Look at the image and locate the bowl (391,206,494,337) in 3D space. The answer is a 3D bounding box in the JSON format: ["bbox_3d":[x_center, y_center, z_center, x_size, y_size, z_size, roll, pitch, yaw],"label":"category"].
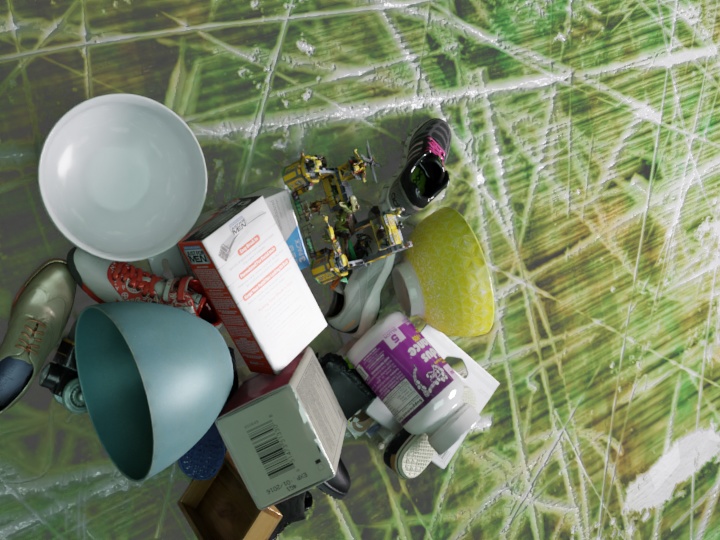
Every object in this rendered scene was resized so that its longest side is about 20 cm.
[{"bbox_3d":[0.110,0.015,1.128,0.106,0.200,0.203,-17,109,-11],"label":"bowl"}]

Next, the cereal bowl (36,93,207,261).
[{"bbox_3d":[-0.295,-0.111,0.920,0.197,0.083,0.204,-1,92,-29],"label":"cereal bowl"}]

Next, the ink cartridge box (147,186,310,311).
[{"bbox_3d":[-0.180,-0.024,1.018,0.198,0.068,0.117,-26,111,-23],"label":"ink cartridge box"}]

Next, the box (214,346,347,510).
[{"bbox_3d":[-0.097,0.198,0.978,0.108,0.200,0.129,-26,95,6],"label":"box"}]

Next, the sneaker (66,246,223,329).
[{"bbox_3d":[-0.264,0.022,0.945,0.107,0.068,0.202,-30,115,29],"label":"sneaker"}]

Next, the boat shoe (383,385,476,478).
[{"bbox_3d":[0.110,0.247,1.175,0.199,0.062,0.075,-37,111,-32],"label":"boat shoe"}]

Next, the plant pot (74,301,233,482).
[{"bbox_3d":[-0.229,0.122,0.872,0.134,0.199,0.203,-17,109,-39],"label":"plant pot"}]

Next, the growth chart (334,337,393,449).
[{"bbox_3d":[0.010,0.199,1.202,0.200,0.018,0.145,45,78,-28],"label":"growth chart"}]

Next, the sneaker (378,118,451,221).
[{"bbox_3d":[0.102,-0.157,1.119,0.074,0.087,0.201,45,57,-23],"label":"sneaker"}]

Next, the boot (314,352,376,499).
[{"bbox_3d":[-0.042,0.232,1.129,0.162,0.073,0.198,-45,108,-1],"label":"boot"}]

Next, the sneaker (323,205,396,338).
[{"bbox_3d":[0.000,0.000,1.125,0.078,0.074,0.203,14,93,-25],"label":"sneaker"}]

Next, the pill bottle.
[{"bbox_3d":[0.081,0.166,1.098,0.112,0.112,0.200,-38,79,-17],"label":"pill bottle"}]

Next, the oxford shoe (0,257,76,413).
[{"bbox_3d":[-0.399,0.083,0.912,0.070,0.074,0.202,25,87,-30],"label":"oxford shoe"}]

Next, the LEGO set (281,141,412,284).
[{"bbox_3d":[-0.009,-0.084,1.024,0.153,0.115,0.203,4,69,-56],"label":"LEGO set"}]

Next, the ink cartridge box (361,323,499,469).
[{"bbox_3d":[0.113,0.202,1.223,0.200,0.043,0.175,40,80,-28],"label":"ink cartridge box"}]

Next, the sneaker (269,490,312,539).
[{"bbox_3d":[-0.115,0.352,1.090,0.103,0.060,0.202,-8,129,-6],"label":"sneaker"}]

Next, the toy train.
[{"bbox_3d":[-0.309,0.142,0.975,0.199,0.085,0.115,28,77,-31],"label":"toy train"}]

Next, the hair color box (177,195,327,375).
[{"bbox_3d":[-0.134,0.020,0.961,0.111,0.063,0.202,-42,118,-37],"label":"hair color box"}]

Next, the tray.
[{"bbox_3d":[-0.181,0.324,1.012,0.037,0.199,0.099,37,82,-29],"label":"tray"}]

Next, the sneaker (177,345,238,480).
[{"bbox_3d":[-0.203,0.197,1.030,0.069,0.078,0.202,18,120,1],"label":"sneaker"}]
